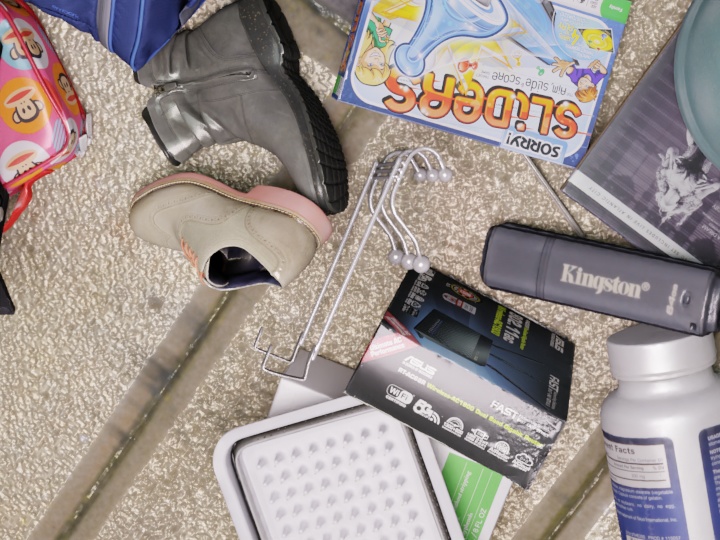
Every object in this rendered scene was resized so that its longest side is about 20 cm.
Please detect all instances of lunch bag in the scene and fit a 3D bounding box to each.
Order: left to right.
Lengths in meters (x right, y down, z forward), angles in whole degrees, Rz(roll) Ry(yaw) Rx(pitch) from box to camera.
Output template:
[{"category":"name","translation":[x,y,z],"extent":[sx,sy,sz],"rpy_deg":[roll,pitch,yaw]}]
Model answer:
[{"category":"lunch bag","translation":[-0.324,-0.111,1.333],"extent":[0.199,0.082,0.177],"rpy_deg":[-26,97,11]},{"category":"lunch bag","translation":[-0.160,-0.255,1.220],"extent":[0.132,0.200,0.136],"rpy_deg":[32,61,4]}]

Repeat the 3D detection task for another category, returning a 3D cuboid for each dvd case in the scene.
[{"category":"dvd case","translation":[0.269,-0.099,1.271],"extent":[0.148,0.016,0.200],"rpy_deg":[36,92,-5]}]

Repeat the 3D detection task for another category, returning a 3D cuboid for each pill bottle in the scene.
[{"category":"pill bottle","translation":[0.247,0.144,1.291],"extent":[0.110,0.111,0.201],"rpy_deg":[-9,99,9]}]

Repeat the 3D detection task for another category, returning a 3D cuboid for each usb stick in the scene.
[{"category":"usb stick","translation":[0.184,0.006,1.276],"extent":[0.199,0.033,0.056],"rpy_deg":[13,88,29]}]

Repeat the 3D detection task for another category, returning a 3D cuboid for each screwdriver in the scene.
[{"category":"screwdriver","translation":[0.119,-0.100,1.310],"extent":[0.029,0.028,0.200],"rpy_deg":[-26,102,28]}]

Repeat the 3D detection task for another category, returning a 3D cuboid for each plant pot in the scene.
[{"category":"plant pot","translation":[0.339,-0.149,1.195],"extent":[0.199,0.134,0.201],"rpy_deg":[0,94,-3]}]

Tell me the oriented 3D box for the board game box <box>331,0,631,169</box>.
[{"category":"board game box","translation":[0.092,-0.168,1.263],"extent":[0.199,0.034,0.136],"rpy_deg":[14,99,-11]}]

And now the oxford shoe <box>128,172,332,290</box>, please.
[{"category":"oxford shoe","translation":[-0.117,-0.026,1.286],"extent":[0.199,0.074,0.071],"rpy_deg":[4,143,42]}]

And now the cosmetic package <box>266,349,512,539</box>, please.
[{"category":"cosmetic package","translation":[0.018,0.154,1.337],"extent":[0.199,0.085,0.108],"rpy_deg":[19,106,3]}]

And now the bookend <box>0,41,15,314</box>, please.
[{"category":"bookend","translation":[-0.308,-0.101,1.238],"extent":[0.092,0.200,0.199],"rpy_deg":[1,57,3]}]

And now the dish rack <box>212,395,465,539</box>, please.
[{"category":"dish rack","translation":[-0.008,0.192,1.284],"extent":[0.171,0.044,0.201],"rpy_deg":[-17,102,14]}]

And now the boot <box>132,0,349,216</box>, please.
[{"category":"boot","translation":[-0.096,-0.112,1.304],"extent":[0.130,0.068,0.201],"rpy_deg":[-26,76,14]}]

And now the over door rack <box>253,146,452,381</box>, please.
[{"category":"over door rack","translation":[0.000,0.000,1.259],"extent":[0.066,0.148,0.200],"rpy_deg":[35,88,-6]}]

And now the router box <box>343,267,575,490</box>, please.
[{"category":"router box","translation":[0.081,0.072,1.252],"extent":[0.149,0.200,0.062],"rpy_deg":[28,107,1]}]
